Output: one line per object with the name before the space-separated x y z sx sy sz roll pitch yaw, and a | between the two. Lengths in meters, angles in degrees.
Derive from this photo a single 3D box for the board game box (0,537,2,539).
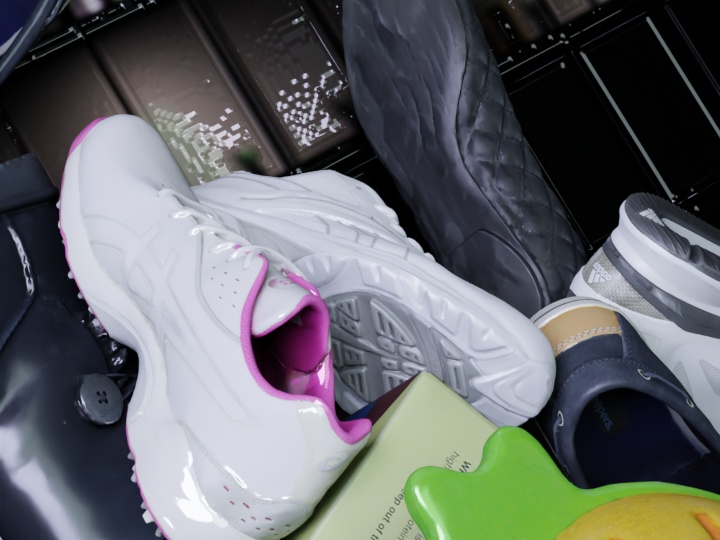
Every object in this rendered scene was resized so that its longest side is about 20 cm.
board game box | -0.185 0.110 1.112 0.134 0.034 0.200 -32 85 -24

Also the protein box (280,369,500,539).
protein box | 0.027 0.186 1.073 0.200 0.135 0.199 38 66 -7

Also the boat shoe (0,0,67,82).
boat shoe | -0.183 -0.082 1.151 0.075 0.062 0.200 42 67 -4

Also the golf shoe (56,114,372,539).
golf shoe | -0.051 0.013 1.059 0.075 0.091 0.200 18 42 -47

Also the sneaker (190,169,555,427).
sneaker | 0.000 0.000 1.148 0.199 0.078 0.099 23 37 24

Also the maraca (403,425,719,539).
maraca | 0.096 0.133 0.980 0.199 0.107 0.138 26 60 -12

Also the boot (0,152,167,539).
boot | -0.140 0.056 1.055 0.168 0.076 0.200 58 34 3

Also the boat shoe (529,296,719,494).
boat shoe | 0.127 0.096 1.164 0.074 0.062 0.200 -33 122 4

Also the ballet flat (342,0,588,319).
ballet flat | 0.043 -0.056 1.238 0.057 0.066 0.201 -4 71 -61

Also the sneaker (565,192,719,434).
sneaker | 0.153 0.051 1.232 0.200 0.115 0.076 26 21 -34
